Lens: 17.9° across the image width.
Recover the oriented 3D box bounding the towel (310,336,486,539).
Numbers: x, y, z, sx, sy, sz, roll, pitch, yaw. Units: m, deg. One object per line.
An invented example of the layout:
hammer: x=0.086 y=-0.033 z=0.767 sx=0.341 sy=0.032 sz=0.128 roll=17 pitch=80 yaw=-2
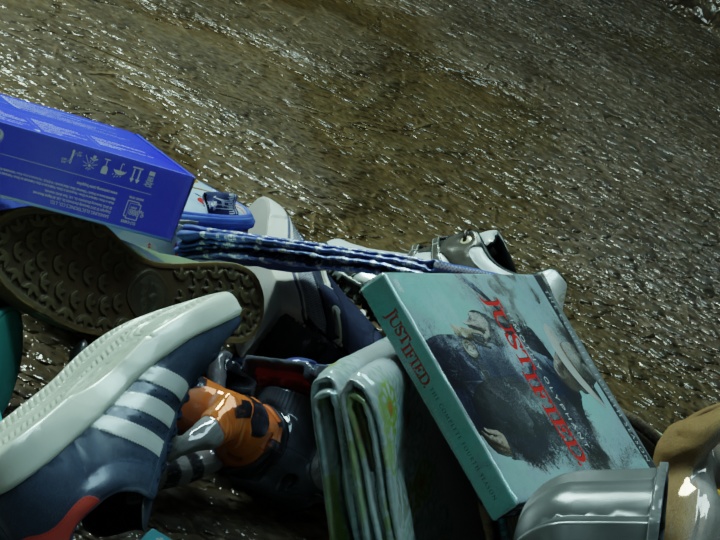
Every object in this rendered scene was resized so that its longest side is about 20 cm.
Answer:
towel: x=0.034 y=0.121 z=1.261 sx=0.048 sy=0.172 sz=0.200 roll=-2 pitch=8 yaw=22

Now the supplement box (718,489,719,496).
supplement box: x=0.285 y=0.216 z=1.428 sx=0.199 sy=0.104 sz=0.131 roll=12 pitch=23 yaw=-37

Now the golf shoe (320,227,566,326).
golf shoe: x=0.058 y=0.008 z=1.605 sx=0.199 sy=0.095 sz=0.078 roll=26 pitch=-9 yaw=29

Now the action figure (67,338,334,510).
action figure: x=-0.082 y=0.095 z=1.343 sx=0.193 sy=0.105 sz=0.199 roll=18 pitch=-10 yaw=-39

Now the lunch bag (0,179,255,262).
lunch bag: x=-0.175 y=-0.041 z=1.502 sx=0.199 sy=0.076 sz=0.160 roll=25 pitch=12 yaw=39

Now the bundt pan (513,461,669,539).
bundt pan: x=0.108 y=0.193 z=1.146 sx=0.075 sy=0.203 sz=0.202 roll=6 pitch=17 yaw=10

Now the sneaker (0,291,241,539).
sneaker: x=-0.120 y=0.085 z=1.174 sx=0.200 sy=0.075 sz=0.085 roll=-40 pitch=106 yaw=-42

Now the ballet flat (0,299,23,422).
ballet flat: x=-0.222 y=0.069 z=1.232 sx=0.075 sy=0.068 sz=0.200 roll=-3 pitch=25 yaw=-5

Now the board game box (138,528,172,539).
board game box: x=-0.052 y=0.213 z=1.088 sx=0.199 sy=0.047 sz=0.151 roll=30 pitch=19 yaw=9

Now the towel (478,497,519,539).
towel: x=0.093 y=0.137 z=1.314 sx=0.022 sy=0.147 sz=0.200 roll=-8 pitch=27 yaw=10

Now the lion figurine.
lion figurine: x=0.191 y=0.147 z=1.355 sx=0.122 sy=0.200 sz=0.073 roll=-8 pitch=-47 yaw=45

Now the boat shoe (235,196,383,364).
boat shoe: x=-0.040 y=0.025 z=1.573 sx=0.092 sy=0.075 sz=0.200 roll=30 pitch=22 yaw=-21

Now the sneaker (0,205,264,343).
sneaker: x=-0.159 y=0.011 z=1.354 sx=0.200 sy=0.068 sz=0.090 roll=15 pitch=-13 yaw=-40

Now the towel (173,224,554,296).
towel: x=0.000 y=0.000 z=1.417 sx=0.199 sy=0.024 sz=0.145 roll=8 pitch=-1 yaw=34

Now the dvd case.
dvd case: x=0.087 y=0.065 z=1.272 sx=0.200 sy=0.022 sz=0.146 roll=4 pitch=53 yaw=-61

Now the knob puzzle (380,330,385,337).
knob puzzle: x=0.089 y=0.083 z=1.630 sx=0.219 sy=0.031 sz=0.220 roll=23 pitch=20 yaw=-9

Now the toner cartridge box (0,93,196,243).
toner cartridge box: x=-0.201 y=-0.071 z=1.286 sx=0.199 sy=0.043 sz=0.095 roll=15 pitch=10 yaw=-31

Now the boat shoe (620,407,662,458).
boat shoe: x=0.175 y=0.131 z=1.511 sx=0.199 sy=0.072 sz=0.076 roll=25 pitch=1 yaw=-26
